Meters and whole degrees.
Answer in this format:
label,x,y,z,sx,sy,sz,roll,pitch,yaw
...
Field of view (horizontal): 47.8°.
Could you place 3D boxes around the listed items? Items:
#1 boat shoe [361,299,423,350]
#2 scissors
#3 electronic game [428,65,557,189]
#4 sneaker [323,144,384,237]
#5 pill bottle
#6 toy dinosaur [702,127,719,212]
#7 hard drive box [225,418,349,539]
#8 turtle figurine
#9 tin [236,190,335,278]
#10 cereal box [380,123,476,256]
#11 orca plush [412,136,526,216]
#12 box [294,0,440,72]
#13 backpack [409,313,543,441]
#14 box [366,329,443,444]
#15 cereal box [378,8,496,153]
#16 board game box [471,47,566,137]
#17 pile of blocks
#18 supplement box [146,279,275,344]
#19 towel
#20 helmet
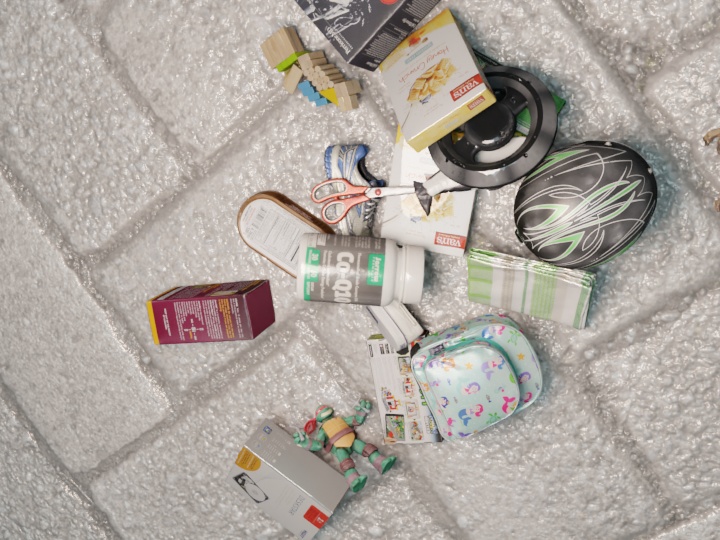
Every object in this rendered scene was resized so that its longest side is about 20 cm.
label,x,y,z,sx,sy,sz,roll,pitch,yaw
boat shoe,0.035,0.041,1.403,0.066,0.072,0.200,-31,73,-14
scissors,0.016,-0.133,1.327,0.200,0.014,0.073,-17,87,14
electronic game,0.196,-0.217,1.224,0.200,0.042,0.200,-7,71,20
sneaker,0.001,-0.119,1.371,0.085,0.077,0.200,-12,100,15
pill bottle,0.000,0.000,1.319,0.200,0.113,0.113,4,105,0
toy dinosaur,0.585,-0.163,1.181,0.135,0.086,0.200,-10,84,8
hard drive box,-0.136,0.392,1.507,0.200,0.077,0.156,35,136,6
turtle figurine,-0.035,0.296,1.469,0.150,0.101,0.200,-37,63,-12
tin,-0.130,-0.060,1.445,0.200,0.042,0.112,33,115,7
cereal box,0.119,-0.133,1.339,0.144,0.040,0.200,11,106,11
orca plush,0.188,-0.139,1.261,0.200,0.071,0.105,-33,52,5
box,0.002,-0.446,1.255,0.182,0.104,0.200,-44,77,22
backpack,0.195,0.170,1.337,0.200,0.151,0.178,-24,97,1
box,0.082,0.210,1.446,0.110,0.035,0.200,-6,101,18
cereal box,0.112,-0.293,1.247,0.144,0.040,0.200,-32,50,20
board game box,0.209,-0.270,1.278,0.200,0.023,0.105,33,87,8
pile of blocks,-0.076,-0.326,1.354,0.200,0.062,0.082,43,124,11
supplement box,-0.271,0.076,1.481,0.200,0.110,0.086,-4,103,18
towel,0.268,0.034,1.303,0.200,0.031,0.149,12,147,17
helmet,0.329,-0.096,1.203,0.200,0.191,0.200,0,92,-7
